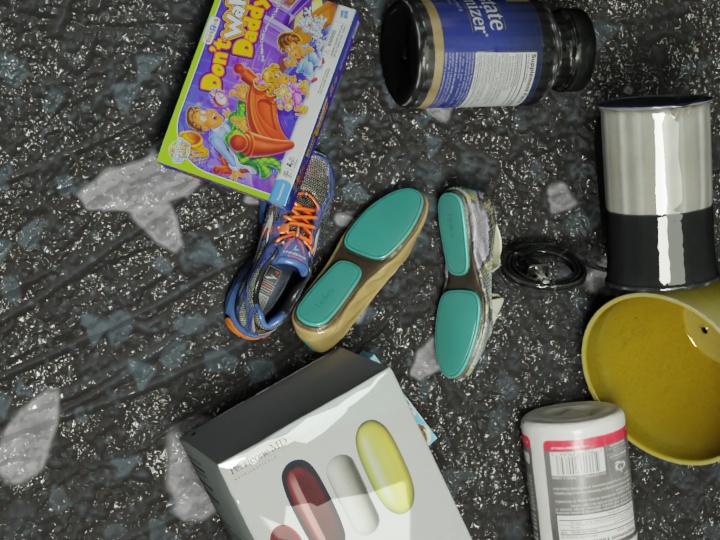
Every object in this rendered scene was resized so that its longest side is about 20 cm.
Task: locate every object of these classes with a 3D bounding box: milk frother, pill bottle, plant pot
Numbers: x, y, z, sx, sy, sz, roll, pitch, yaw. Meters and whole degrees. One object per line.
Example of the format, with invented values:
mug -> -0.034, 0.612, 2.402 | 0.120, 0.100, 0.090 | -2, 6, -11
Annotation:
milk frother -> 0.250, -0.076, 1.678 | 0.200, 0.180, 0.188 | -11, 102, -32
pill bottle -> 0.130, -0.220, 1.664 | 0.200, 0.112, 0.112 | -4, 96, -20
pill bottle -> 0.233, 0.245, 1.742 | 0.111, 0.111, 0.200 | -9, 98, -19
plant pot -> 0.356, 0.084, 1.748 | 0.142, 0.200, 0.200 | -35, 107, -42

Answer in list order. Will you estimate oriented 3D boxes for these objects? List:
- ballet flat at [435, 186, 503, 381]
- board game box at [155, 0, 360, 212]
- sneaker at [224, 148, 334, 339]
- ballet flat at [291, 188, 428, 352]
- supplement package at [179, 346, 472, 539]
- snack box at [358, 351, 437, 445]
ballet flat -> 0.118, 0.013, 1.706 | 0.072, 0.072, 0.201 | -2, 96, -20
board game box -> -0.097, -0.173, 1.589 | 0.134, 0.045, 0.200 | 19, 87, 7
sneaker -> -0.068, -0.023, 1.624 | 0.075, 0.078, 0.200 | 18, 89, -21
ballet flat -> 0.000, 0.000, 1.663 | 0.200, 0.069, 0.063 | -48, 150, -22
supplement package -> -0.033, 0.211, 1.581 | 0.191, 0.147, 0.200 | -29, 104, -15
snack box -> -0.032, 0.190, 1.678 | 0.200, 0.037, 0.116 | -41, 107, -13
